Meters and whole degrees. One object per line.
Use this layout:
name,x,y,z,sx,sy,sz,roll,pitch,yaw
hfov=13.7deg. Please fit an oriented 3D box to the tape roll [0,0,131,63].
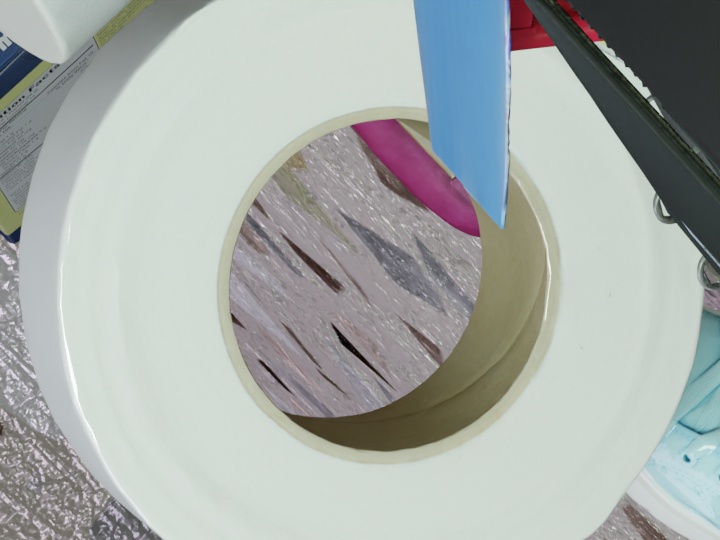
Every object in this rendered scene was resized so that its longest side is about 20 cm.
tape roll,-0.094,-0.172,0.757,0.203,0.139,0.203,45,171,9

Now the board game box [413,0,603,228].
board game box,0.035,-0.097,0.630,0.200,0.039,0.158,-119,25,-80

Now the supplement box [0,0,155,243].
supplement box,-0.203,-0.148,1.465,0.200,0.134,0.200,45,172,12

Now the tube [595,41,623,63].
tube,0.045,-0.094,0.768,0.200,0.052,0.058,-143,48,-62

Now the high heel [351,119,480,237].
high heel,-0.006,-0.084,1.008,0.200,0.067,0.096,35,165,-18

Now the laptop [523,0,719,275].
laptop,0.114,-0.025,0.492,0.103,0.200,0.177,-4,-137,-41

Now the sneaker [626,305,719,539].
sneaker,0.151,0.068,0.971,0.200,0.074,0.082,41,156,6

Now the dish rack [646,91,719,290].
dish rack,0.139,0.019,0.793,0.153,0.055,0.200,53,170,-36

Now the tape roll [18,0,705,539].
tape roll,0.000,0.000,0.907,0.203,0.202,0.071,48,172,-15
